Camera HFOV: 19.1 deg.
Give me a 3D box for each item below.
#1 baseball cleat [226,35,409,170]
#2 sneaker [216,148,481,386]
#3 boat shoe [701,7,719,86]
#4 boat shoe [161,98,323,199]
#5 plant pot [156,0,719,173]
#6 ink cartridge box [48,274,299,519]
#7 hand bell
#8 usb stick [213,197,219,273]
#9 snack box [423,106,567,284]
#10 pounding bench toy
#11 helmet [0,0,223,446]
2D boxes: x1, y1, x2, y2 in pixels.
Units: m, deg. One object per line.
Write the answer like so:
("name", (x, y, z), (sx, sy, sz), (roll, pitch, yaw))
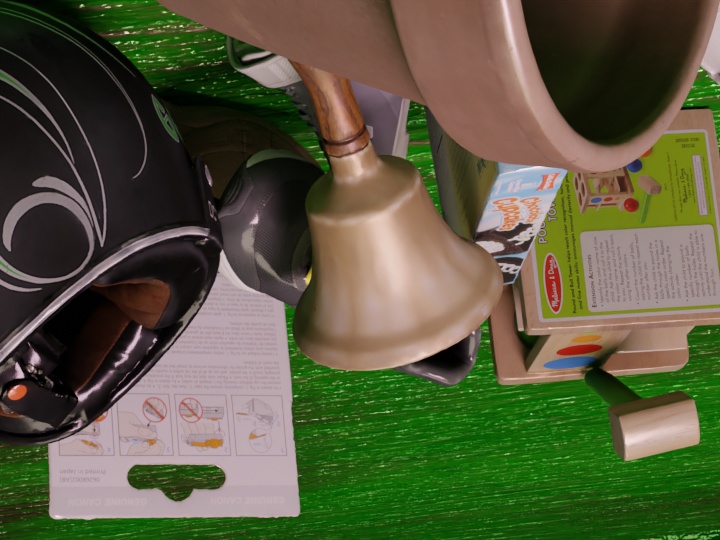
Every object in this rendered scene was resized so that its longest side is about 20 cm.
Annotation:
("baseball cleat", (-0.017, -0.098, 1.053), (0.105, 0.070, 0.200), (5, 154, -8))
("sneaker", (0.000, 0.000, 1.098), (0.084, 0.075, 0.200), (21, 172, 36))
("boat shoe", (0.210, -0.106, 1.074), (0.072, 0.066, 0.199), (-15, 162, 34))
("boat shoe", (-0.102, -0.053, 1.164), (0.199, 0.073, 0.065), (15, 164, -38))
("plant pot", (0.014, -0.140, 0.715), (0.173, 0.202, 0.200), (8, 173, 30))
("ink cartridge box", (-0.122, 0.052, 1.283), (0.161, 0.202, 0.050), (3, 163, -26))
("hand bell", (-0.010, -0.066, 0.962), (0.103, 0.104, 0.201), (-9, 121, 15))
("usb stick", (-0.153, -0.019, 1.126), (0.198, 0.033, 0.056), (0, 150, 23))
("snack box", (0.063, -0.073, 1.047), (0.037, 0.117, 0.200), (-7, 166, -5))
("pounding bench toy", (0.146, 0.026, 1.281), (0.123, 0.202, 0.156), (-4, 164, -6))
("helmet", (-0.180, -0.029, 0.989), (0.200, 0.191, 0.200), (-37, 161, -15))
